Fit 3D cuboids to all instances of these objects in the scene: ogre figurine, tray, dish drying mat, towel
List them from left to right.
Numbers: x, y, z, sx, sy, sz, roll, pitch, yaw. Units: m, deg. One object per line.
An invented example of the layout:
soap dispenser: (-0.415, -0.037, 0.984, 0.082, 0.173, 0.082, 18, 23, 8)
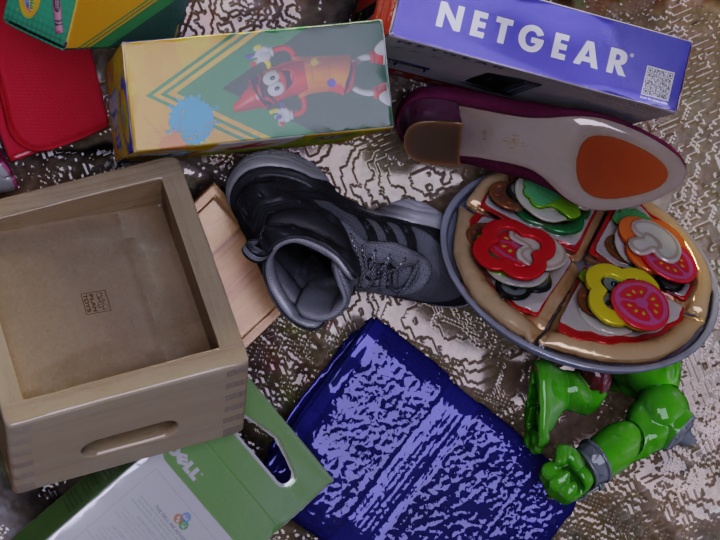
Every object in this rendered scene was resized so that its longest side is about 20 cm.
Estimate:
dish drying mat: (-0.223, -0.172, 1.560, 0.076, 0.018, 0.201, -22, 121, -18)
tray: (-0.140, 0.044, 1.614, 0.200, 0.037, 0.099, -44, 96, -6)
towel: (0.038, 0.147, 1.641, 0.200, 0.050, 0.148, 38, 92, -8)
ogre figurine: (0.167, 0.060, 1.628, 0.119, 0.099, 0.201, -1, 47, -14)

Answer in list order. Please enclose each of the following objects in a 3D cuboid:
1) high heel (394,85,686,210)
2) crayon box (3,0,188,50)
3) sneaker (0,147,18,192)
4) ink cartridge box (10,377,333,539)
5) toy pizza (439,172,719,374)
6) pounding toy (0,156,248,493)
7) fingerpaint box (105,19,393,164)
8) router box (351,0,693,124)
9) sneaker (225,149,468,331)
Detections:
high heel: (0.123, -0.093, 1.615, 0.198, 0.096, 0.068, 12, 110, -4)
crayon box: (-0.149, -0.245, 1.497, 0.058, 0.118, 0.202, 25, 109, 28)
sneaker: (-0.314, -0.103, 1.543, 0.088, 0.081, 0.200, -38, 117, 0)
ink cartridge box: (-0.129, 0.164, 1.578, 0.200, 0.059, 0.104, -41, 106, -6)
toy pizza: (0.151, -0.010, 1.597, 0.198, 0.201, 0.032, 10, 131, -9)
pounding toy: (-0.195, 0.038, 1.523, 0.198, 0.143, 0.185, -15, 63, -13)
fingerpaint box: (-0.078, -0.116, 1.540, 0.165, 0.200, 0.074, -6, 91, -8)
router box: (0.101, -0.147, 1.579, 0.198, 0.179, 0.049, 14, 88, -8)
sneaker: (0.000, 0.000, 1.581, 0.199, 0.114, 0.076, 23, 123, -21)
